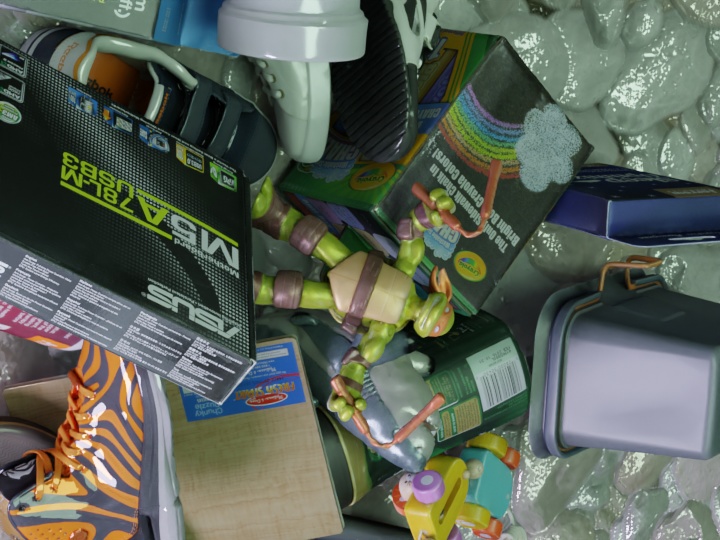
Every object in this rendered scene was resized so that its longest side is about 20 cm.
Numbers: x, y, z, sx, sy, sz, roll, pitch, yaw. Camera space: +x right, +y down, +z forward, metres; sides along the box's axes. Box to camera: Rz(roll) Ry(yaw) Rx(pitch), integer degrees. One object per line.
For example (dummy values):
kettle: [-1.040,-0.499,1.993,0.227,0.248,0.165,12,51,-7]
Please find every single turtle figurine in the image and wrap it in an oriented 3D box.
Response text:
turtle figurine: [0.000,0.000,1.407,0.161,0.064,0.201,23,87,-2]

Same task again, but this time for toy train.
toy train: [0.058,0.199,1.594,0.200,0.055,0.151,-32,124,-57]

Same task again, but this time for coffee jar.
coffee jar: [0.016,0.100,1.550,0.199,0.104,0.086,-25,113,-25]

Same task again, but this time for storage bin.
storage bin: [0.231,0.067,1.616,0.200,0.134,0.146,-13,109,-59]

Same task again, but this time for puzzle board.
puzzle board: [-0.123,0.125,1.457,0.199,0.017,0.151,-11,113,5]

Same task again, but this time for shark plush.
shark plush: [-0.038,0.067,1.465,0.199,0.091,0.084,19,81,3]

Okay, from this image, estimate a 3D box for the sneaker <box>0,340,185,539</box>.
sneaker: [-0.174,0.103,1.345,0.112,0.078,0.201,-11,112,-12]

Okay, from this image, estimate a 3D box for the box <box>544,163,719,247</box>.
box: [0.184,-0.049,1.566,0.121,0.200,0.033,-4,103,-31]

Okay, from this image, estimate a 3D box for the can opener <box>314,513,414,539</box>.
can opener: [-0.033,0.199,1.569,0.199,0.066,0.053,17,93,-39]

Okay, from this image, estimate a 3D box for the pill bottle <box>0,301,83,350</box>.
pill bottle: [-0.209,-0.015,1.379,0.199,0.114,0.115,20,89,-33]

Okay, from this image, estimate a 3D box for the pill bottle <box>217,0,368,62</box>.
pill bottle: [-0.037,-0.236,1.348,0.115,0.116,0.201,-5,106,-31]

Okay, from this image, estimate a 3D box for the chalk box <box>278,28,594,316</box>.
chalk box: [0.040,-0.055,1.518,0.200,0.124,0.125,-52,123,-14]

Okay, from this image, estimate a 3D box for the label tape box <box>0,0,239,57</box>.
label tape box: [-0.153,-0.222,1.369,0.199,0.066,0.144,11,94,-15]

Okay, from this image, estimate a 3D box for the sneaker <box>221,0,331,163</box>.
sneaker: [-0.070,-0.168,1.469,0.084,0.073,0.201,-11,101,-15]

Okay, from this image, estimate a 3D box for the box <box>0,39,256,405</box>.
box: [-0.155,-0.033,1.301,0.199,0.193,0.048,28,118,-22]

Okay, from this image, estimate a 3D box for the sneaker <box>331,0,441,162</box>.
sneaker: [0.025,-0.162,1.477,0.088,0.074,0.201,11,60,-40]

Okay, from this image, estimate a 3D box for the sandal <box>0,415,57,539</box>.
sandal: [-0.200,0.164,1.430,0.200,0.055,0.082,39,109,-20]

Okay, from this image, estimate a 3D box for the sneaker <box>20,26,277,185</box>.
sneaker: [-0.127,-0.099,1.435,0.199,0.079,0.079,20,89,-35]
